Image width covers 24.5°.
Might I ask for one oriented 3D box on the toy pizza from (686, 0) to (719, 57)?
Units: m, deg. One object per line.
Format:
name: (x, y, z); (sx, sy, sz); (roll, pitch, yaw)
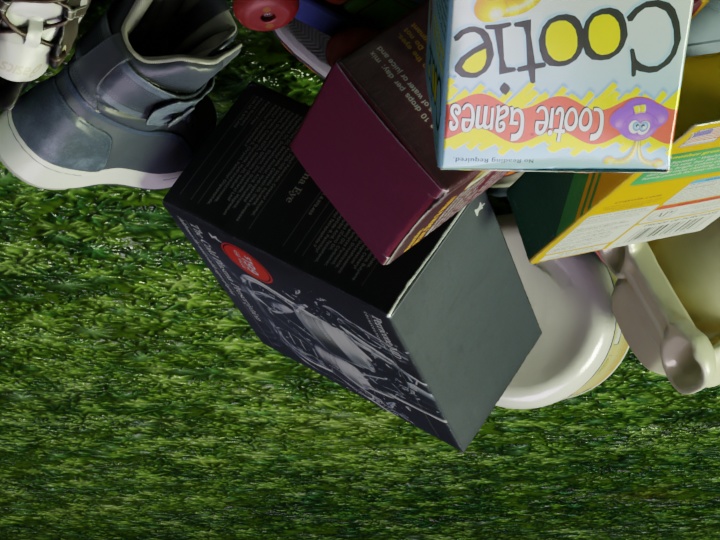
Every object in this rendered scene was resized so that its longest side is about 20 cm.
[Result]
toy pizza: (0.236, -0.152, 0.970); (0.199, 0.032, 0.200); (-1, 161, 0)

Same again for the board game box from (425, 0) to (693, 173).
board game box: (0.085, -0.153, 0.698); (0.103, 0.105, 0.201); (1, 122, -2)

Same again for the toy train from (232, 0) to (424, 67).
toy train: (-0.024, -0.181, 0.826); (0.116, 0.085, 0.200); (-27, 149, 34)

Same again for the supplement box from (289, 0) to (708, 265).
supplement box: (0.072, -0.105, 0.864); (0.200, 0.086, 0.110); (-37, 175, -23)

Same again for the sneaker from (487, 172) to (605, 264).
sneaker: (0.168, -0.038, 1.157); (0.199, 0.085, 0.075); (1, -178, -35)

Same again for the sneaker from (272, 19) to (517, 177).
sneaker: (0.034, -0.104, 0.989); (0.199, 0.078, 0.112); (24, 159, -2)

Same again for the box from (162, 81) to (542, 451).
box: (0.000, 0.000, 1.071); (0.182, 0.104, 0.200); (25, 161, 29)

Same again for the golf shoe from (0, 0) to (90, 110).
golf shoe: (-0.168, -0.151, 0.885); (0.077, 0.095, 0.200); (9, 158, -21)

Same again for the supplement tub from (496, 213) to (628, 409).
supplement tub: (0.138, 0.032, 1.291); (0.144, 0.145, 0.200); (-5, 177, 16)

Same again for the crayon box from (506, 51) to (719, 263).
crayon box: (0.179, -0.070, 0.915); (0.125, 0.052, 0.200); (-11, 165, -23)

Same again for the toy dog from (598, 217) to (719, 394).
toy dog: (0.275, -0.002, 1.103); (0.199, 0.140, 0.194); (-25, 152, -6)

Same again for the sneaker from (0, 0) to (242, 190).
sneaker: (-0.113, -0.117, 1.007); (0.146, 0.077, 0.202); (-41, 172, 25)
